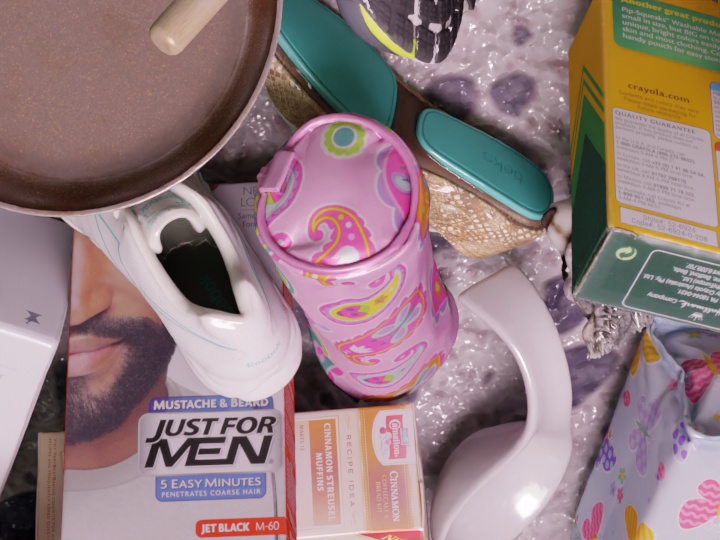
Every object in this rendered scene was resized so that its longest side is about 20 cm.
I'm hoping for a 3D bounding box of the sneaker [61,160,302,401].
[{"bbox_3d":[-0.098,-0.030,0.893,0.070,0.200,0.080,-39,158,-11],"label":"sneaker"}]

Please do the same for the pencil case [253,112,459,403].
[{"bbox_3d":[0.000,0.000,0.911,0.087,0.088,0.200,-8,159,4],"label":"pencil case"}]

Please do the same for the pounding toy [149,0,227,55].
[{"bbox_3d":[-0.014,-0.209,0.754,0.183,0.200,0.143,-19,111,11],"label":"pounding toy"}]

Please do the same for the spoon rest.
[{"bbox_3d":[0.080,0.092,1.009,0.099,0.061,0.201,-29,140,-27],"label":"spoon rest"}]

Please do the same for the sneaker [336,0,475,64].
[{"bbox_3d":[0.008,-0.137,0.819,0.080,0.200,0.074,6,105,9],"label":"sneaker"}]

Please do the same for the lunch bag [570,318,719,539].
[{"bbox_3d":[0.237,0.129,1.021,0.199,0.127,0.170,7,125,-14],"label":"lunch bag"}]

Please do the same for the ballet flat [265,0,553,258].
[{"bbox_3d":[0.007,-0.066,0.934,0.200,0.071,0.065,37,132,-17],"label":"ballet flat"}]

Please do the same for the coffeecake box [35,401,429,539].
[{"bbox_3d":[-0.062,0.138,1.012,0.199,0.073,0.154,-5,154,2],"label":"coffeecake box"}]

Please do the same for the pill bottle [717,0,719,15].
[{"bbox_3d":[0.210,-0.135,0.803,0.114,0.201,0.114,-4,163,-1],"label":"pill bottle"}]

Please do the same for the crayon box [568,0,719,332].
[{"bbox_3d":[0.164,-0.061,0.870,0.125,0.201,0.052,14,137,-9],"label":"crayon box"}]

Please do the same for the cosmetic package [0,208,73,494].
[{"bbox_3d":[-0.272,0.053,0.967,0.198,0.123,0.201,19,120,-12],"label":"cosmetic package"}]

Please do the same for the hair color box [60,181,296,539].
[{"bbox_3d":[-0.089,0.059,0.930,0.110,0.201,0.064,-3,155,2],"label":"hair color box"}]

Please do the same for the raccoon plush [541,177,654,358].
[{"bbox_3d":[0.184,-0.009,0.927,0.199,0.134,0.097,5,122,-4],"label":"raccoon plush"}]

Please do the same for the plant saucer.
[{"bbox_3d":[-0.133,-0.123,0.864,0.199,0.032,0.202,-1,84,5],"label":"plant saucer"}]
